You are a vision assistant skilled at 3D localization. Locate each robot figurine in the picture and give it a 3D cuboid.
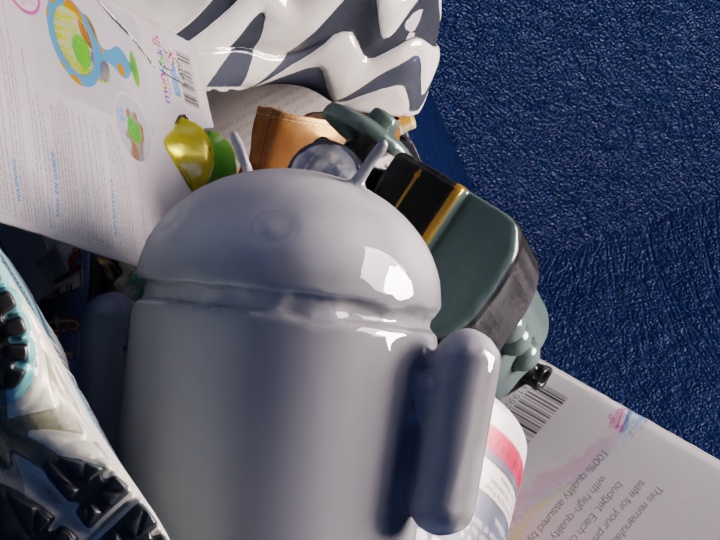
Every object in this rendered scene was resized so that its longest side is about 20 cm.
[{"bbox_3d":[-0.031,0.050,0.896,0.113,0.169,0.201,11,86,-68],"label":"robot figurine"}]

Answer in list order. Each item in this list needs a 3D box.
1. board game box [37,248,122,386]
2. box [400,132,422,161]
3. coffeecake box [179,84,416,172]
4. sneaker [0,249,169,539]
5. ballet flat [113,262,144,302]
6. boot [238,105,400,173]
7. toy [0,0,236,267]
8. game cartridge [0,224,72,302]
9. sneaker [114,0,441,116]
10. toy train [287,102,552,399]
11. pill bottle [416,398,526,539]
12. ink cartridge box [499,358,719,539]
[{"bbox_3d":[-0.093,0.092,1.070,0.136,0.034,0.200,-98,166,-58],"label":"board game box"},{"bbox_3d":[-0.030,-0.057,1.483,0.200,0.104,0.182,55,-4,43],"label":"box"},{"bbox_3d":[-0.082,-0.128,1.221,0.200,0.153,0.073,66,-8,-32],"label":"coffeecake box"},{"bbox_3d":[-0.111,0.065,0.846,0.086,0.077,0.201,-92,161,-78],"label":"sneaker"},{"bbox_3d":[-0.071,0.023,1.045,0.200,0.072,0.072,-95,164,-57],"label":"ballet flat"},{"bbox_3d":[0.000,0.000,1.197,0.200,0.073,0.155,2,98,-60],"label":"boot"},{"bbox_3d":[-0.117,-0.054,0.948,0.200,0.047,0.116,17,58,-59],"label":"toy"},{"bbox_3d":[-0.160,-0.085,1.049,0.200,0.041,0.133,-95,159,-63],"label":"game cartridge"},{"bbox_3d":[-0.043,-0.150,1.138,0.079,0.198,0.130,-134,-124,-63],"label":"sneaker"},{"bbox_3d":[0.024,0.003,1.038,0.114,0.085,0.200,33,-8,19],"label":"toy train"},{"bbox_3d":[-0.010,0.144,0.996,0.120,0.119,0.201,60,40,-55],"label":"pill bottle"},{"bbox_3d":[0.083,0.134,1.100,0.200,0.148,0.086,31,-24,30],"label":"ink cartridge box"}]
